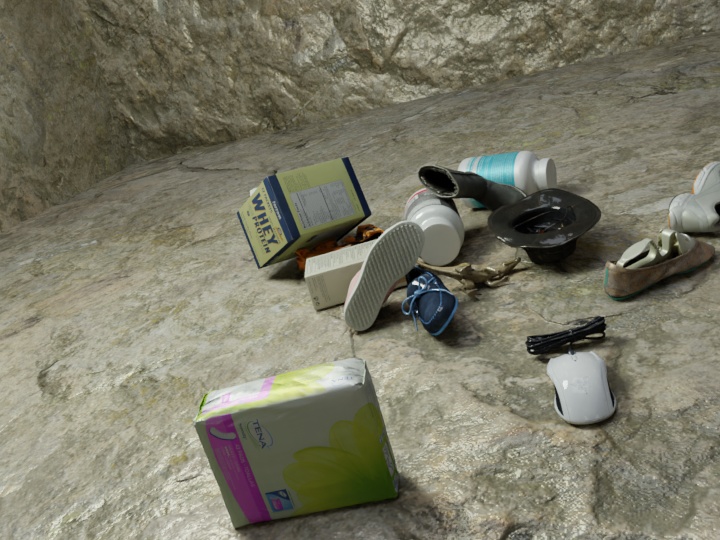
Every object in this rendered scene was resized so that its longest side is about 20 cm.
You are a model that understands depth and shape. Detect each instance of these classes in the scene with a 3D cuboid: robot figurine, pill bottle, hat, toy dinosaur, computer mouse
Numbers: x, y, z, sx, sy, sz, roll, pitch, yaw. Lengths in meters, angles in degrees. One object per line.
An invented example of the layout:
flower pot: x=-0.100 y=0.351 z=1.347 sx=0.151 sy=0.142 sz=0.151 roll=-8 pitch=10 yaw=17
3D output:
robot figurine: x=-0.029 y=-0.042 z=1.496 sx=0.198 sy=0.059 sz=0.145 roll=-22 pitch=19 yaw=-13
pill bottle: x=0.314 y=-0.195 z=1.556 sx=0.198 sy=0.112 sz=0.111 roll=-2 pitch=24 yaw=35
hat: x=0.322 y=-0.063 z=1.259 sx=0.198 sy=0.082 sz=0.201 roll=-15 pitch=29 yaw=8
toy dinosaur: x=0.177 y=0.007 z=1.221 sx=0.197 sy=0.059 sz=0.101 roll=2 pitch=14 yaw=-3
pill bottle: x=0.141 y=-0.082 z=1.396 sx=0.109 sy=0.112 sz=0.200 roll=-14 pitch=21 yaw=6
computer mouse: x=0.265 y=0.115 z=0.890 sx=0.108 sy=0.044 sz=0.200 roll=-12 pitch=21 yaw=10

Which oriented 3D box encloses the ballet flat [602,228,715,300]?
ballet flat: x=0.443 y=-0.021 z=1.070 sx=0.198 sy=0.068 sz=0.068 roll=-23 pitch=22 yaw=-18

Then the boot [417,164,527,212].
boot: x=0.227 y=-0.158 z=1.430 sx=0.180 sy=0.073 sz=0.199 roll=23 pitch=8 yaw=26

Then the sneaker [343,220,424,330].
sneaker: x=0.035 y=-0.001 z=1.213 sx=0.202 sy=0.075 sz=0.105 roll=-59 pitch=5 yaw=11

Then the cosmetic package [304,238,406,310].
cosmetic package: x=0.000 y=0.000 z=1.349 sx=0.197 sy=0.072 sz=0.105 roll=-15 pitch=20 yaw=5

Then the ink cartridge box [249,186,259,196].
ink cartridge box: x=-0.191 y=-0.143 z=1.793 sx=0.144 sy=0.085 sz=0.201 roll=-16 pitch=33 yaw=0

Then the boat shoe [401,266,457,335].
boat shoe: x=0.098 y=0.045 z=1.141 sx=0.085 sy=0.068 sz=0.200 roll=-53 pitch=11 yaw=4

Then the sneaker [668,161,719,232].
sneaker: x=0.596 y=-0.115 z=1.209 sx=0.091 sy=0.076 sz=0.199 roll=17 pitch=46 yaw=44

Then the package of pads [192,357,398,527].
package of pads: x=-0.069 y=0.187 z=0.799 sx=0.197 sy=0.156 sz=0.068 roll=-13 pitch=20 yaw=8

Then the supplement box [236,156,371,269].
supplement box: x=-0.122 y=-0.119 z=1.525 sx=0.198 sy=0.136 sz=0.200 roll=-19 pitch=-8 yaw=-32
